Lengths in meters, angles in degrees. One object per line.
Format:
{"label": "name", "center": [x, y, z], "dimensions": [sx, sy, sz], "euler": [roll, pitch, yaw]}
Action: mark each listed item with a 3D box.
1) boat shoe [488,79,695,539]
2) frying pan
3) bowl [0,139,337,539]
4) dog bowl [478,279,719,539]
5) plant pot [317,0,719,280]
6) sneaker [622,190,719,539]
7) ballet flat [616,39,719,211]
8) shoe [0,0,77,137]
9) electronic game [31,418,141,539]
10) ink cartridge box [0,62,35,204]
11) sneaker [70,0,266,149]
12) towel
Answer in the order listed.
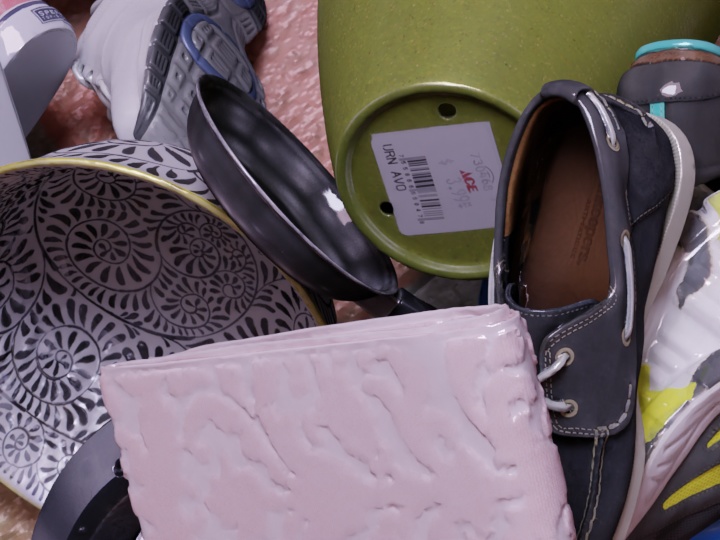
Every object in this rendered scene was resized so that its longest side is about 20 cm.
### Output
{"label": "boat shoe", "center": [0.066, 0.032, 0.963], "dimensions": [0.072, 0.068, 0.201], "euler": [7, 81, 32]}
{"label": "frying pan", "center": [-0.006, -0.011, 1.075], "dimensions": [0.031, 0.190, 0.115], "euler": [-41, 37, 12]}
{"label": "bowl", "center": [-0.087, 0.014, 1.143], "dimensions": [0.200, 0.202, 0.094], "euler": [1, 34, 20]}
{"label": "dog bowl", "center": [0.125, 0.054, 1.106], "dimensions": [0.111, 0.050, 0.200], "euler": [-26, 54, 2]}
{"label": "plant pot", "center": [0.056, -0.091, 1.102], "dimensions": [0.186, 0.188, 0.200], "euler": [-2, 36, 18]}
{"label": "sneaker", "center": [0.130, 0.043, 1.018], "dimensions": [0.200, 0.085, 0.075], "euler": [-44, 57, 3]}
{"label": "ballet flat", "center": [0.161, -0.034, 1.077], "dimensions": [0.068, 0.200, 0.069], "euler": [-8, 73, 37]}
{"label": "shoe", "center": [-0.223, -0.059, 1.258], "dimensions": [0.091, 0.071, 0.200], "euler": [39, 98, 22]}
{"label": "electronic game", "center": [-0.038, 0.138, 1.045], "dimensions": [0.199, 0.201, 0.042], "euler": [-2, 13, 18]}
{"label": "ink cartridge box", "center": [-0.262, -0.033, 1.152], "dimensions": [0.199, 0.145, 0.084], "euler": [-25, 76, 19]}
{"label": "sneaker", "center": [-0.094, -0.094, 1.248], "dimensions": [0.087, 0.075, 0.200], "euler": [-30, 21, 16]}
{"label": "towel", "center": [0.004, 0.117, 0.957], "dimensions": [0.190, 0.201, 0.032], "euler": [-7, 12, 40]}
